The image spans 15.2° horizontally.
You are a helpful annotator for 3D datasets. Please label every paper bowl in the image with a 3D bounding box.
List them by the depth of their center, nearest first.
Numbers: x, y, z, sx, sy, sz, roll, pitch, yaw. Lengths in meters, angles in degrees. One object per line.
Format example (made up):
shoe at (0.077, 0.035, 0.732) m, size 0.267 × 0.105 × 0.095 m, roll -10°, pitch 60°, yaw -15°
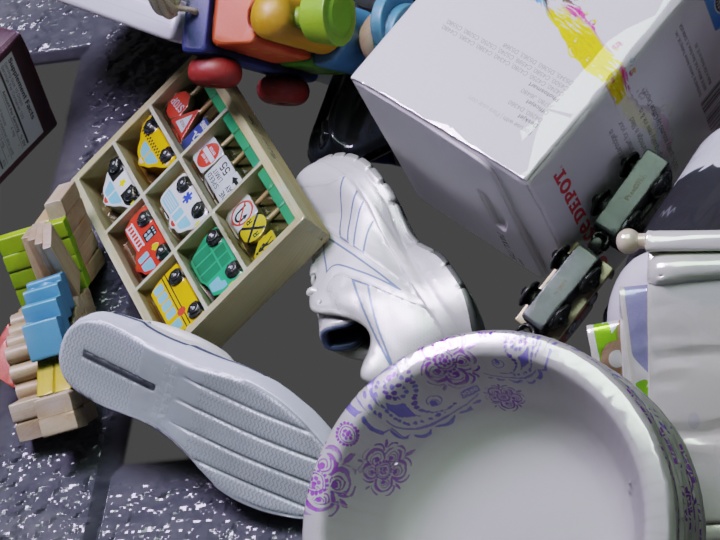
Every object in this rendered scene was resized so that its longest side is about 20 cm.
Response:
paper bowl at (0.079, 0.137, 1.376) m, size 0.200 × 0.104 × 0.202 m, roll -6°, pitch 74°, yaw 23°

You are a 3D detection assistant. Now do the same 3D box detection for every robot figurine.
robot figurine at (0.219, -0.002, 1.504) m, size 0.124 × 0.151 × 0.200 m, roll 31°, pitch 55°, yaw 8°

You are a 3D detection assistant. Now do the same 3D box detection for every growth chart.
growth chart at (0.180, 0.071, 1.415) m, size 0.144 × 0.201 × 0.018 m, roll 5°, pitch 7°, yaw 15°

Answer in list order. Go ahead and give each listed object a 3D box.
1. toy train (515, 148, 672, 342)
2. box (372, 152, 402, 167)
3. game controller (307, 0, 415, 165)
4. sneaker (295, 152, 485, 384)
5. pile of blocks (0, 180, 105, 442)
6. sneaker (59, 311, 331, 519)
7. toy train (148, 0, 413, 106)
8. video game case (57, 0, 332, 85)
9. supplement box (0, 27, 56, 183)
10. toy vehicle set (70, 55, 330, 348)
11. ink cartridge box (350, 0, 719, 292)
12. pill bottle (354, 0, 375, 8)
toy train at (0.114, 0.017, 1.538) m, size 0.034 × 0.046 × 0.200 m, roll 36°, pitch 85°, yaw 21°
box at (0.101, -0.110, 1.728) m, size 0.199 × 0.033 × 0.121 m, roll 6°, pitch 47°, yaw 25°
game controller at (0.026, -0.135, 1.746) m, size 0.104 × 0.042 × 0.200 m, roll -16°, pitch 33°, yaw 26°
sneaker at (0.000, 0.000, 1.616) m, size 0.087 × 0.075 × 0.200 m, roll -31°, pitch 42°, yaw -6°
pile of blocks at (-0.202, 0.026, 1.646) m, size 0.062 × 0.082 × 0.201 m, roll -16°, pitch 40°, yaw 10°
sneaker at (-0.079, 0.076, 1.559) m, size 0.199 × 0.073 × 0.071 m, roll 31°, pitch 20°, yaw 23°
toy train at (-0.056, -0.155, 1.635) m, size 0.115 × 0.200 × 0.085 m, roll 2°, pitch 85°, yaw 36°
video game case at (-0.136, -0.172, 1.787) m, size 0.199 × 0.182 × 0.023 m, roll 22°, pitch 96°, yaw 36°
supplement box at (-0.311, -0.077, 1.791) m, size 0.110 × 0.086 × 0.200 m, roll 15°, pitch 51°, yaw 32°
toy vehicle set at (-0.103, -0.040, 1.683) m, size 0.124 × 0.026 × 0.200 m, roll -45°, pitch 41°, yaw 11°
ink cartridge box at (0.126, -0.119, 1.596) m, size 0.146 × 0.147 × 0.200 m, roll 33°, pitch 76°, yaw 32°
pill bottle at (0.063, -0.259, 1.722) m, size 0.199 × 0.112 × 0.113 m, roll -27°, pitch 37°, yaw 24°
